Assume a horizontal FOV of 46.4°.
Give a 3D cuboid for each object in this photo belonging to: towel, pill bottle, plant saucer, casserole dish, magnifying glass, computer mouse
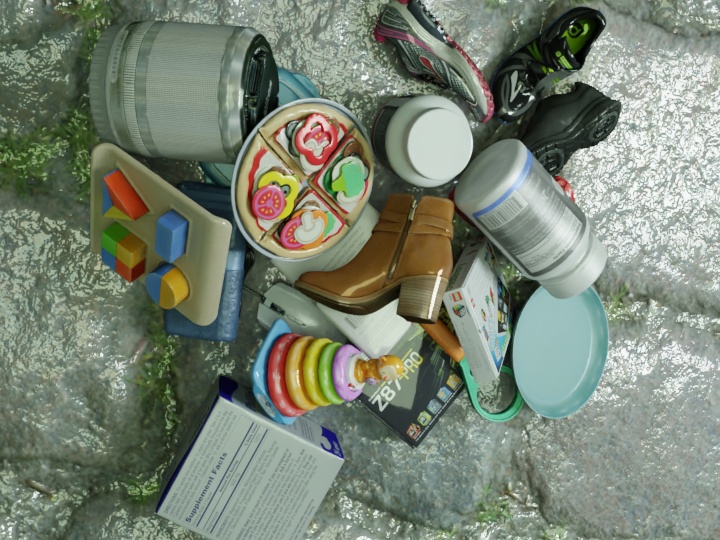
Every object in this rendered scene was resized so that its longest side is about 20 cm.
[{"bbox_3d":[-0.202,-0.012,1.111,0.109,0.048,0.205,9,98,18],"label":"towel"},{"bbox_3d":[0.222,-0.062,1.081,0.200,0.114,0.114,42,92,-23],"label":"pill bottle"},{"bbox_3d":[0.283,0.109,1.205,0.196,0.027,0.206,-3,96,-33],"label":"plant saucer"},{"bbox_3d":[-0.130,-0.176,1.115,0.121,0.039,0.201,41,93,-13],"label":"casserole dish"},{"bbox_3d":[0.156,0.134,1.178,0.080,0.022,0.200,-45,104,-2],"label":"magnifying glass"},{"bbox_3d":[-0.102,0.056,1.158,0.197,0.044,0.111,26,95,-12],"label":"computer mouse"},{"bbox_3d":[0.078,-0.166,1.066,0.108,0.200,0.114,-2,102,-8],"label":"pill bottle"}]

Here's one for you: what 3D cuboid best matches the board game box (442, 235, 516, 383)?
[{"bbox_3d":[0.163,0.046,1.124,0.034,0.200,0.129,-17,104,23],"label":"board game box"}]

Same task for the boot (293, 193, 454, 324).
[{"bbox_3d":[0.021,-0.023,1.049,0.195,0.074,0.158,8,77,14],"label":"boot"}]

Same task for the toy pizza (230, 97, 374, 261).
[{"bbox_3d":[-0.062,-0.103,1.008,0.197,0.032,0.205,-15,119,-29],"label":"toy pizza"}]

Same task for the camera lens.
[{"bbox_3d":[-0.205,-0.215,1.013,0.195,0.160,0.164,6,100,8],"label":"camera lens"}]

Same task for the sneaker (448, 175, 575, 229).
[{"bbox_3d":[0.221,-0.097,1.177,0.198,0.078,0.117,30,86,-25],"label":"sneaker"}]

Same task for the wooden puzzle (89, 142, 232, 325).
[{"bbox_3d":[-0.259,-0.034,1.034,0.197,0.046,0.187,31,134,12],"label":"wooden puzzle"}]

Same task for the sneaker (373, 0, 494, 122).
[{"bbox_3d":[0.103,-0.275,1.117,0.075,0.081,0.200,-42,90,17],"label":"sneaker"}]

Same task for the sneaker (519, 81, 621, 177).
[{"bbox_3d":[0.260,-0.188,1.150,0.198,0.091,0.077,-32,147,-15],"label":"sneaker"}]

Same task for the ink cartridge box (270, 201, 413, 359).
[{"bbox_3d":[0.000,0.000,1.120,0.200,0.083,0.147,44,92,3],"label":"ink cartridge box"}]

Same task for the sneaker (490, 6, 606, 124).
[{"bbox_3d":[0.251,-0.283,1.133,0.199,0.083,0.071,-44,103,2],"label":"sneaker"}]

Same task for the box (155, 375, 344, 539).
[{"bbox_3d":[-0.152,0.277,1.159,0.197,0.105,0.186,29,95,-13],"label":"box"}]

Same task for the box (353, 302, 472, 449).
[{"bbox_3d":[0.079,0.125,1.197,0.161,0.049,0.201,41,91,-11],"label":"box"}]

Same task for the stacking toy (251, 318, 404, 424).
[{"bbox_3d":[-0.032,0.131,1.075,0.196,0.111,0.117,-5,132,29],"label":"stacking toy"}]
